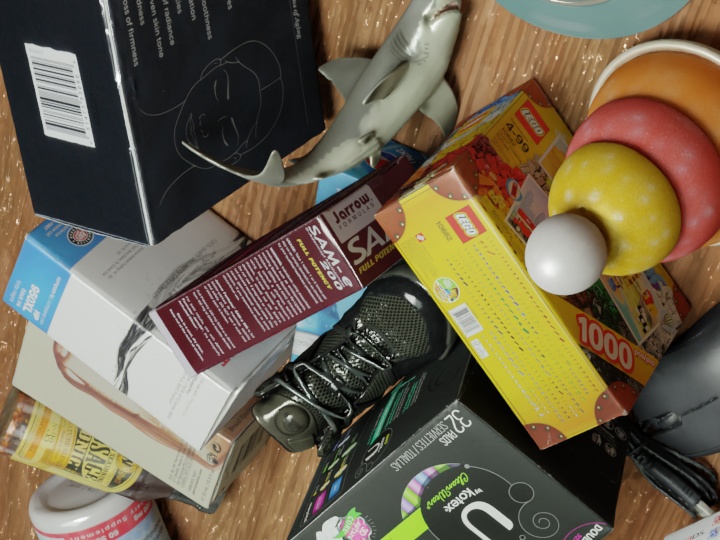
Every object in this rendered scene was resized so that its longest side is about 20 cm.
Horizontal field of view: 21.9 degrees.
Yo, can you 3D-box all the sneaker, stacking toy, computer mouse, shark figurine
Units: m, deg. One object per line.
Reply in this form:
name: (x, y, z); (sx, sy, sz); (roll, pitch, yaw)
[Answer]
sneaker: (-0.005, 0.070, 1.299); (0.076, 0.114, 0.199); (45, 145, -4)
stacking toy: (0.165, -0.047, 1.164); (0.146, 0.200, 0.146); (22, 128, 30)
computer mouse: (0.244, 0.094, 1.311); (0.138, 0.053, 0.200); (44, 132, 1)
shark figurine: (-0.015, -0.114, 1.284); (0.089, 0.214, 0.128); (39, 164, 32)

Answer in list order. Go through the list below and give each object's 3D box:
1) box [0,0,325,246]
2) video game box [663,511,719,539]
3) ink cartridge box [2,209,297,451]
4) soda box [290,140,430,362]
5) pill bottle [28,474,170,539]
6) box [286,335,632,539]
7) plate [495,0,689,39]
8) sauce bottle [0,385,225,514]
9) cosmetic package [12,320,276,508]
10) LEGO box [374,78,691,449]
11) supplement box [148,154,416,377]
box: (-0.137, -0.154, 1.283); (0.124, 0.197, 0.200); (15, 126, 35)
video game box: (0.343, 0.237, 1.330); (0.200, 0.047, 0.182); (44, 130, -12)
ink cartridge box: (-0.152, 0.022, 1.449); (0.200, 0.145, 0.084); (37, 133, 7)
soda box: (0.000, 0.000, 1.395); (0.068, 0.064, 0.200); (23, 128, 17)
pill bottle: (-0.216, 0.275, 1.675); (0.109, 0.109, 0.200); (-3, 118, 33)
box: (0.070, 0.155, 1.331); (0.148, 0.124, 0.200); (39, 123, -10)
plate: (0.134, -0.236, 1.186); (0.200, 0.026, 0.201); (15, 125, 23)
sauce bottle: (-0.210, 0.156, 1.585); (0.200, 0.066, 0.066); (20, 134, -17)
cosmetic package: (-0.173, 0.093, 1.537); (0.200, 0.103, 0.087); (30, 129, 10)
LEGO box: (0.120, -0.005, 1.259); (0.077, 0.149, 0.200); (-29, 102, 37)
supplement box: (-0.046, -0.001, 1.306); (0.200, 0.109, 0.061); (-29, 96, 45)
